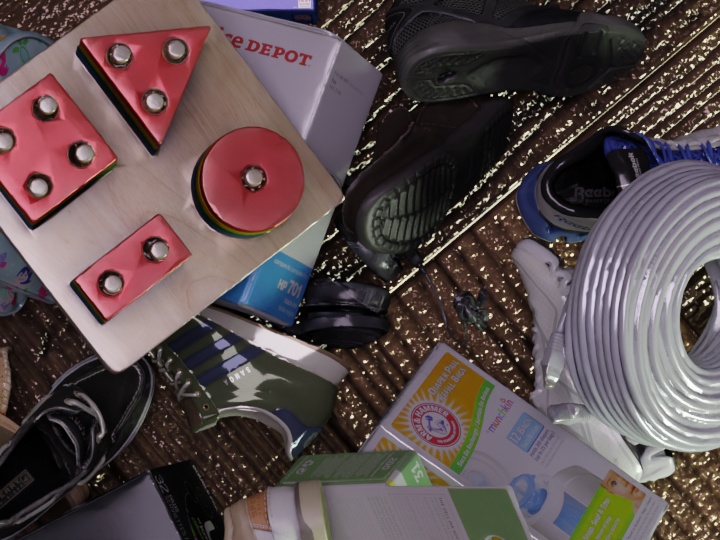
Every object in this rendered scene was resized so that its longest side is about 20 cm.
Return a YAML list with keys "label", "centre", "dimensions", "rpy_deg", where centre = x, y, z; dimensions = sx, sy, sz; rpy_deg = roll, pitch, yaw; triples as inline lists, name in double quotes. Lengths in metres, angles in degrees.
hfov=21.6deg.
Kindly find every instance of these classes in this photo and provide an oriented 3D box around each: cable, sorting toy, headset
- label: "cable"
  centre: [0.227, 0.025, 1.293]
  dimensions: [0.200, 0.069, 0.200]
  rpy_deg: [11, 92, -37]
- label: "sorting toy"
  centre: [-0.141, -0.071, 1.234]
  dimensions: [0.199, 0.070, 0.200]
  rpy_deg: [-38, 94, -13]
- label: "headset"
  centre: [0.000, 0.000, 1.365]
  dimensions: [0.200, 0.094, 0.124]
  rpy_deg: [23, 86, 15]

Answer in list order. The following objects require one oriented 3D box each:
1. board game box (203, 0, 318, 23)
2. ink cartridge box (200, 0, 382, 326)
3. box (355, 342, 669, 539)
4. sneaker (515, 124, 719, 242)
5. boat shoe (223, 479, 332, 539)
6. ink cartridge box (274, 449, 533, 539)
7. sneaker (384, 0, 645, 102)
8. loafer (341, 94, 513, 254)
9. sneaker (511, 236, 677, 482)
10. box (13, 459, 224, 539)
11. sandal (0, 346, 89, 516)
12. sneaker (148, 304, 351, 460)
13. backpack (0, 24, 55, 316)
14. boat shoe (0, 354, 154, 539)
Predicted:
- label: "board game box"
  centre: [-0.107, -0.288, 1.421]
  dimensions: [0.152, 0.045, 0.200]
  rpy_deg: [-1, 84, 2]
- label: "ink cartridge box"
  centre: [-0.091, -0.078, 1.357]
  dimensions: [0.146, 0.086, 0.200]
  rpy_deg: [18, 83, 28]
- label: "box"
  centre: [0.094, 0.164, 1.321]
  dimensions: [0.200, 0.113, 0.101]
  rpy_deg: [36, 132, 5]
- label: "sneaker"
  centre: [0.214, -0.062, 1.354]
  dimensions: [0.199, 0.115, 0.081]
  rpy_deg: [-9, 85, 1]
- label: "boat shoe"
  centre: [-0.046, 0.231, 1.256]
  dimensions: [0.068, 0.075, 0.200]
  rpy_deg: [-8, 111, 0]
- label: "ink cartridge box"
  centre: [0.051, 0.190, 1.251]
  dimensions: [0.200, 0.048, 0.146]
  rpy_deg: [-8, 115, 38]
- label: "sneaker"
  centre: [0.109, -0.184, 1.386]
  dimensions: [0.199, 0.076, 0.114]
  rpy_deg: [-6, 51, -18]
- label: "loafer"
  centre: [0.037, -0.075, 1.348]
  dimensions: [0.071, 0.200, 0.073]
  rpy_deg: [23, 124, 22]
- label: "sneaker"
  centre: [0.152, 0.071, 1.369]
  dimensions: [0.081, 0.075, 0.200]
  rpy_deg: [-27, 84, 8]
- label: "box"
  centre: [-0.140, 0.250, 1.315]
  dimensions: [0.124, 0.149, 0.200]
  rpy_deg: [-28, 85, 4]
- label: "sandal"
  centre: [-0.273, 0.090, 1.391]
  dimensions: [0.212, 0.078, 0.070]
  rpy_deg: [41, 56, -2]
- label: "sneaker"
  centre: [-0.113, 0.073, 1.372]
  dimensions: [0.200, 0.067, 0.090]
  rpy_deg: [22, 82, -2]
- label: "backpack"
  centre: [-0.267, -0.077, 1.334]
  dimensions: [0.150, 0.178, 0.200]
  rpy_deg: [12, 81, 22]
- label: "boat shoe"
  centre: [-0.206, 0.121, 1.332]
  dimensions: [0.071, 0.064, 0.200]
  rpy_deg: [46, 52, -6]
